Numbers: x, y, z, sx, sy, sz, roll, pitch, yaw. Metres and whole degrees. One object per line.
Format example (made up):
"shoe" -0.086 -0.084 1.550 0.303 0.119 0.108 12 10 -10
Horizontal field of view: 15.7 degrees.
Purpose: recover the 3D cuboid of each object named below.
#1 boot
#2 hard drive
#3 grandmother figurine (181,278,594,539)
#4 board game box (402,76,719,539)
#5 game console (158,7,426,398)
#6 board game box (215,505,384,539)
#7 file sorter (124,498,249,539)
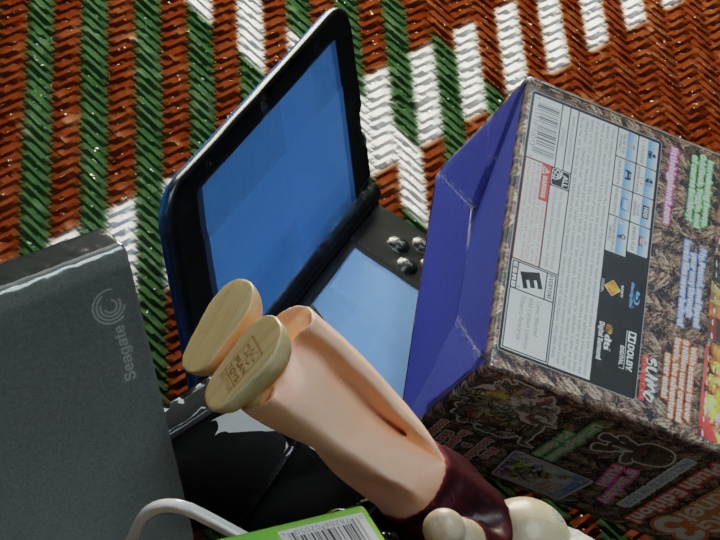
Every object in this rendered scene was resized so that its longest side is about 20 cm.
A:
"boot" -0.029 0.141 1.122 0.165 0.066 0.200 -34 89 -5
"hard drive" -0.171 0.080 1.015 0.200 0.140 0.033 -22 28 -21
"grandmother figurine" 0.022 0.083 1.056 0.200 0.061 0.121 36 15 -29
"board game box" 0.134 0.028 1.238 0.200 0.097 0.160 21 57 -17
"game console" 0.000 0.000 1.240 0.171 0.118 0.200 33 42 4
"board game box" -0.063 0.144 0.931 0.200 0.030 0.096 -8 48 -34
"file sorter" -0.077 0.208 0.979 0.124 0.139 0.200 27 41 1
